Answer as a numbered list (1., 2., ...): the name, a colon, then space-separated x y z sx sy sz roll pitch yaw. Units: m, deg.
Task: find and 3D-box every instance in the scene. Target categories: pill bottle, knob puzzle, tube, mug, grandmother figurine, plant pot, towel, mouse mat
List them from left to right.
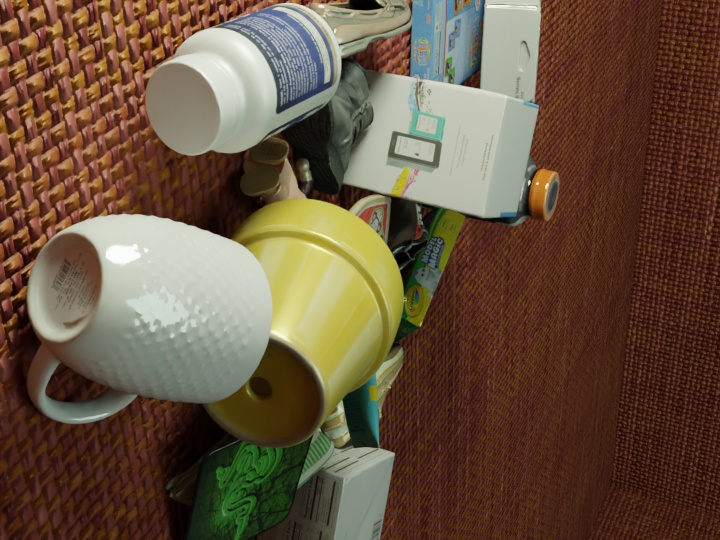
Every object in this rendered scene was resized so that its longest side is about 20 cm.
1. mug: -0.196 0.048 0.926 0.201 0.148 0.174 -51 148 13
2. pill bottle: -0.108 -0.175 1.026 0.200 0.109 0.113 -40 137 -55
3. mouse mat: -0.121 0.238 1.203 0.159 0.008 0.202 -21 140 -38
4. towel: -0.113 0.218 1.230 0.152 0.023 0.200 -40 150 1
5. plant pot: -0.071 0.062 1.079 0.190 0.197 0.204 -63 156 -56
6. grandmother figurine: -0.076 -0.067 1.224 0.201 0.060 0.123 67 41 -58
7. tube: -0.007 0.094 1.221 0.077 0.049 0.204 150 -66 -72
8. knob puzzle: 0.000 0.000 1.342 0.220 0.030 0.222 -52 153 -42
9. pill bottle: 0.185 -0.124 1.605 0.106 0.197 0.108 -42 139 -52

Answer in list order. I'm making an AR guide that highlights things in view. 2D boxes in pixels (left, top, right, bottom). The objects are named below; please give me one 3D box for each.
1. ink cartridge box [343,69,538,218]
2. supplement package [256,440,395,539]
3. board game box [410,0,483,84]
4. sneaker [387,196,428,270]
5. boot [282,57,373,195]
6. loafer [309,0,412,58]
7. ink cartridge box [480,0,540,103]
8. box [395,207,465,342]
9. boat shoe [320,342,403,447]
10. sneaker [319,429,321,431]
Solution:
1. ink cartridge box: 0.099 -0.158 1.393 0.146 0.197 0.149 -7 110 -65
2. supplement package: -0.049 0.328 1.413 0.155 0.109 0.204 -7 109 -65
3. board game box: 0.125 -0.333 1.566 0.200 0.036 0.154 -41 138 -54
4. sneaker: 0.062 -0.055 1.508 0.202 0.081 0.077 -65 154 -26
5. boot: -0.036 -0.193 1.250 0.201 0.069 0.133 85 26 -60
6. loafer: 0.003 -0.294 1.276 0.200 0.071 0.064 -39 130 -51
7. ink cartridge box: 0.224 -0.352 1.654 0.201 0.086 0.148 -78 169 -60
8. box: 0.086 -0.008 1.556 0.202 0.048 0.117 -65 -172 -20
9. boat shoe: 0.004 0.168 1.484 0.199 0.071 0.077 -37 105 -48
10. sneaker: -0.056 0.153 1.292 0.117 0.074 0.201 -31 149 4
